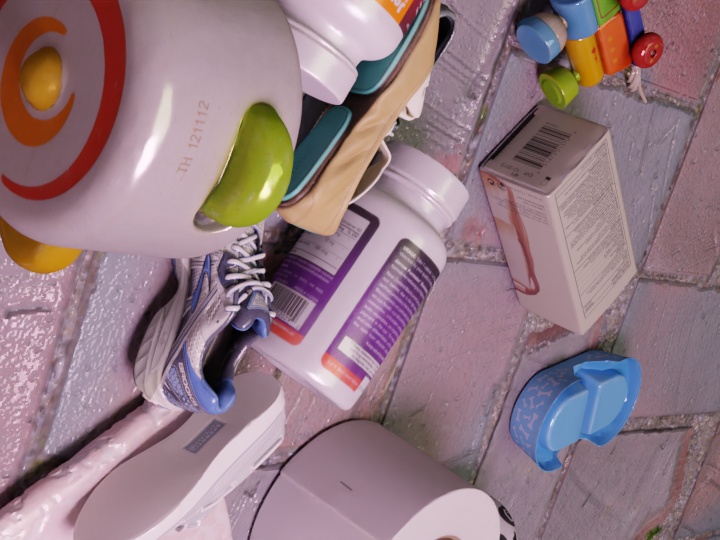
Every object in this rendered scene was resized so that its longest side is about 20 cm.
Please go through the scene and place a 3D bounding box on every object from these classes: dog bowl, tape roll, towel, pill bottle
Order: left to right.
[{"bbox_3d":[-0.190,0.208,0.994,0.200,0.032,0.193,-38,136,-32],"label":"towel"},{"bbox_3d":[0.000,0.000,1.028,0.201,0.111,0.111,-56,142,-8],"label":"pill bottle"},{"bbox_3d":[0.001,-0.223,0.895,0.113,0.112,0.201,34,85,-52],"label":"pill bottle"},{"bbox_3d":[0.013,0.257,1.173,0.202,0.139,0.205,-26,129,-37],"label":"tape roll"},{"bbox_3d":[0.242,0.152,1.449,0.199,0.049,0.113,-17,124,-44],"label":"dog bowl"}]

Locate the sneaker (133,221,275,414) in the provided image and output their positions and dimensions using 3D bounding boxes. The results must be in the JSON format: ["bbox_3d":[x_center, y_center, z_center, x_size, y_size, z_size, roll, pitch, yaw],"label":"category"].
[{"bbox_3d":[-0.093,0.013,0.940,0.077,0.085,0.202,14,92,-51],"label":"sneaker"}]

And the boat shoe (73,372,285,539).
[{"bbox_3d":[-0.130,0.159,0.966,0.200,0.071,0.069,-46,140,-36],"label":"boat shoe"}]

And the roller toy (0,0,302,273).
[{"bbox_3d":[-0.140,-0.102,0.751,0.139,0.199,0.185,5,73,-50],"label":"roller toy"}]

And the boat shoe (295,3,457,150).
[{"bbox_3d":[0.004,-0.133,0.992,0.201,0.061,0.073,-56,142,-9],"label":"boat shoe"}]

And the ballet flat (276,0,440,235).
[{"bbox_3d":[0.008,-0.115,0.952,0.063,0.069,0.201,36,89,-33],"label":"ballet flat"}]

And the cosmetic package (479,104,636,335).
[{"bbox_3d":[0.195,-0.047,1.245,0.103,0.087,0.201,-45,138,-23],"label":"cosmetic package"}]

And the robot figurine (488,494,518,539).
[{"bbox_3d":[0.108,0.319,1.330,0.124,0.150,0.202,-24,130,-22],"label":"robot figurine"}]

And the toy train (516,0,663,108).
[{"bbox_3d":[0.216,-0.191,1.195,0.115,0.085,0.201,-40,138,-11],"label":"toy train"}]
